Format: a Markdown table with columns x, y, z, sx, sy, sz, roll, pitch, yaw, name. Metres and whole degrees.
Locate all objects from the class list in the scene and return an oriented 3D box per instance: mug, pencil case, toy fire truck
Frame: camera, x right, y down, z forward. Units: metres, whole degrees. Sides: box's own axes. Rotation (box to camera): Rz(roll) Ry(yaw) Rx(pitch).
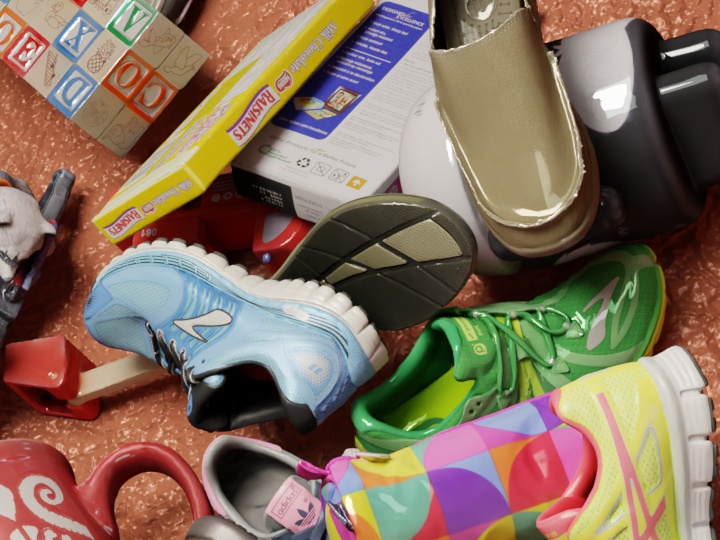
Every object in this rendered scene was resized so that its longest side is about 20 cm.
| x | y | z | sx | sy | sz | roll | pitch | yaw | name |
| --- | --- | --- | --- | --- | --- | --- | --- | --- | --- |
| -0.159 | 0.192 | 1.579 | 0.178 | 0.133 | 0.200 | -53 | 53 | 17 | mug |
| 0.073 | 0.112 | 1.503 | 0.200 | 0.088 | 0.088 | -16 | 52 | -10 | pencil case |
| -0.111 | 0.012 | 1.722 | 0.200 | 0.049 | 0.141 | -7 | 59 | 23 | toy fire truck |

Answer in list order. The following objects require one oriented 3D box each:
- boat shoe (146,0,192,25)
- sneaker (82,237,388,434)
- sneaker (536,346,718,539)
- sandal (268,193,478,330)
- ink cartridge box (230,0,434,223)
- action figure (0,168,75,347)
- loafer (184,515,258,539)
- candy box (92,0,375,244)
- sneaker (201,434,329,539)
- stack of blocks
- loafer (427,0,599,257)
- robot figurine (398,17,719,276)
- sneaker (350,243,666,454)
| x | y | z | sx | sy | sz | roll | pitch | yaw | name |
| --- | --- | --- | --- | --- | --- | --- | --- | --- | --- |
| -0.128 | -0.187 | 1.857 | 0.067 | 0.057 | 0.200 | 20 | 77 | 38 | boat shoe |
| -0.086 | 0.043 | 1.603 | 0.200 | 0.078 | 0.090 | 11 | 54 | 38 | sneaker |
| 0.134 | 0.141 | 1.447 | 0.090 | 0.078 | 0.200 | -6 | 94 | -9 | sneaker |
| -0.001 | 0.000 | 1.613 | 0.057 | 0.080 | 0.201 | -47 | 9 | -35 | sandal |
| 0.017 | -0.103 | 1.706 | 0.095 | 0.037 | 0.200 | 21 | 54 | 28 | ink cartridge box |
| -0.266 | 0.006 | 1.762 | 0.193 | 0.105 | 0.200 | -24 | 37 | 39 | action figure |
| -0.026 | 0.213 | 1.511 | 0.200 | 0.073 | 0.071 | 33 | 68 | 18 | loafer |
| -0.075 | -0.096 | 1.707 | 0.102 | 0.026 | 0.200 | -25 | 20 | 48 | candy box |
| -0.014 | 0.154 | 1.562 | 0.200 | 0.082 | 0.070 | 26 | 75 | 36 | sneaker |
| -0.182 | -0.171 | 1.806 | 0.115 | 0.059 | 0.200 | -51 | 49 | 1 | stack of blocks |
| 0.071 | -0.100 | 1.525 | 0.076 | 0.067 | 0.200 | -25 | 64 | 14 | loafer |
| 0.121 | -0.068 | 1.604 | 0.200 | 0.150 | 0.125 | -17 | 79 | 17 | robot figurine |
| 0.083 | 0.051 | 1.573 | 0.200 | 0.084 | 0.074 | -35 | 51 | 3 | sneaker |
